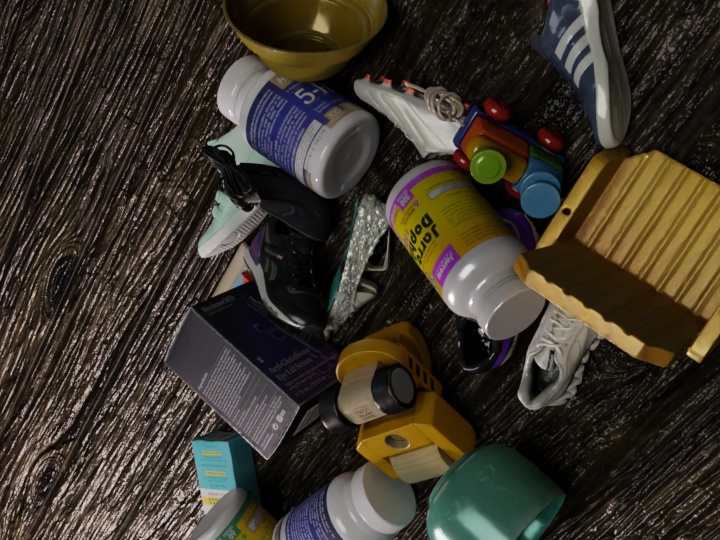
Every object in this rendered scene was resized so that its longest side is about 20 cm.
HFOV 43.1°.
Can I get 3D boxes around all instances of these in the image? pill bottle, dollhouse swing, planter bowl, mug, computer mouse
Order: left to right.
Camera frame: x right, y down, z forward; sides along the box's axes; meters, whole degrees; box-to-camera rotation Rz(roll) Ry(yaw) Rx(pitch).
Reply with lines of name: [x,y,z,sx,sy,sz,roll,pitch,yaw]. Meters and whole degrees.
pill bottle: [-0.140,0.418,1.306,0.200,0.113,0.113,45,123,-7]
computer mouse: [-0.100,-0.100,1.159,0.053,0.199,0.139,-50,45,14]
pill bottle: [-0.084,-0.190,1.163,0.199,0.119,0.121,35,117,24]
planter bowl: [-0.067,-0.291,1.117,0.200,0.200,0.084,35,145,24]
pill bottle: [-0.022,0.343,1.231,0.200,0.115,0.116,-44,74,33]
pill bottle: [0.114,-0.022,0.987,0.105,0.104,0.201,-58,47,29]
mug: [0.144,0.295,1.082,0.114,0.151,0.186,40,120,25]
dollhouse swing: [0.277,-0.025,0.882,0.199,0.175,0.183,36,100,25]

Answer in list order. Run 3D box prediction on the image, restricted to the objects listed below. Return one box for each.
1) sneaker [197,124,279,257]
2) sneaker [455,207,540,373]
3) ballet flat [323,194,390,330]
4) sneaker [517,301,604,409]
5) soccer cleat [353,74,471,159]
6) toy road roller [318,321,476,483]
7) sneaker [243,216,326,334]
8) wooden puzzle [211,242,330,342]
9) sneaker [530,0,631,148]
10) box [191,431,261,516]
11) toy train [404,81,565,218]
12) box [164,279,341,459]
sneaker: [-0.183,-0.117,1.274,0.118,0.074,0.201,48,112,10]
sneaker: [0.153,0.031,1.053,0.069,0.099,0.202,17,109,29]
ballet flat: [0.000,0.000,1.181,0.071,0.072,0.202,31,118,26]
sneaker: [0.231,0.070,1.021,0.075,0.081,0.202,27,112,30]
soccer cleat: [0.070,-0.178,1.091,0.199,0.069,0.078,26,111,25]
toy road roller: [0.054,0.159,1.157,0.122,0.147,0.200,-25,122,35]
sneaker: [-0.092,-0.002,1.206,0.088,0.075,0.200,-58,43,20]
wooden puzzle: [-0.152,0.090,1.319,0.200,0.037,0.186,45,121,19]
sneaker: [0.229,-0.223,0.969,0.084,0.075,0.202,-12,83,34]
box: [-0.199,0.351,1.397,0.082,0.049,0.202,-6,96,36]
toy train: [0.129,-0.132,0.981,0.199,0.116,0.085,27,118,-9]
box: [-0.133,0.125,1.211,0.200,0.148,0.105,39,120,14]
